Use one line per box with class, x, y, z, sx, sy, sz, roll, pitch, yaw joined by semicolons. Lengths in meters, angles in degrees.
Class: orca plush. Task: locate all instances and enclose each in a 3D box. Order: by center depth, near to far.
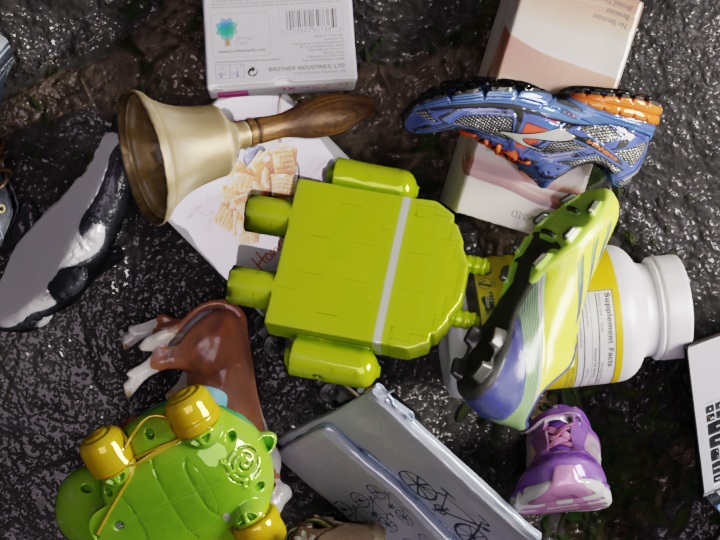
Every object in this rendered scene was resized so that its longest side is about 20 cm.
orca plush;-0.224;-0.032;1.244;0.105;0.071;0.202;19;86;38

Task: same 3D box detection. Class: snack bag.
snack bag;0.036;0.180;1.225;0.188;0.200;0.021;43;58;-8

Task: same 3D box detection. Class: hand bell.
hand bell;-0.078;-0.107;1.181;0.198;0.104;0.105;-15;100;-24

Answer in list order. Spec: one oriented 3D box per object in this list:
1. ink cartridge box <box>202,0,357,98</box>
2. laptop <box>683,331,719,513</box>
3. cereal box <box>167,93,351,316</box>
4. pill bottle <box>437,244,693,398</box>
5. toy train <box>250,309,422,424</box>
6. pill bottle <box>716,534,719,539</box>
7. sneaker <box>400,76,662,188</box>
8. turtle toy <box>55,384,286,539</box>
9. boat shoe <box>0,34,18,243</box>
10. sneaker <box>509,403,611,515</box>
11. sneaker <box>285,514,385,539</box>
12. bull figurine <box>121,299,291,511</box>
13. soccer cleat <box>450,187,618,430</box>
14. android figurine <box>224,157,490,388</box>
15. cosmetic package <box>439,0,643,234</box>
ink cartridge box;-0.068;-0.240;1.204;0.118;0.042;0.202;-4;85;-3
laptop;0.375;0.139;1.228;0.186;0.116;0.202;-15;102;-33
cereal box;-0.067;-0.050;1.247;0.200;0.040;0.144;44;93;-9
pill bottle;0.164;0.039;1.240;0.198;0.112;0.114;-6;99;-3
toy train;-0.014;0.089;1.247;0.046;0.034;0.200;-48;119;0
pill bottle;0.400;0.291;1.291;0.200;0.114;0.114;44;94;-9
sneaker;0.128;-0.102;1.149;0.198;0.075;0.079;5;101;-2
turtle toy;-0.152;0.165;1.185;0.199;0.101;0.147;-24;106;11
boat shoe;-0.305;-0.085;1.216;0.090;0.071;0.201;28;103;-8
sneaker;0.161;0.152;1.227;0.080;0.200;0.089;-4;82;9
sneaker;-0.024;0.220;1.217;0.075;0.200;0.071;29;78;-1
bull figurine;-0.127;0.124;1.258;0.120;0.065;0.202;-8;99;-1
soccer cleat;0.144;0.029;1.163;0.084;0.065;0.201;39;76;-25
android figurine;0.000;0.000;1.182;0.198;0.041;0.184;9;71;6
cosmetic package;0.144;-0.133;1.225;0.102;0.087;0.202;15;98;-7
